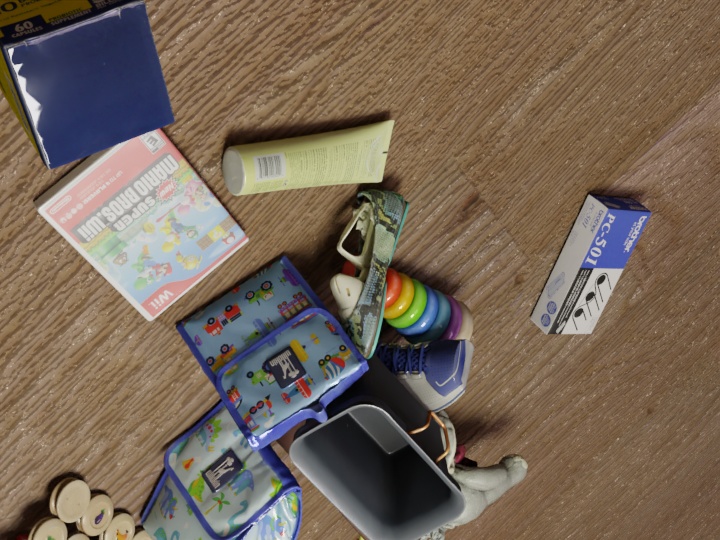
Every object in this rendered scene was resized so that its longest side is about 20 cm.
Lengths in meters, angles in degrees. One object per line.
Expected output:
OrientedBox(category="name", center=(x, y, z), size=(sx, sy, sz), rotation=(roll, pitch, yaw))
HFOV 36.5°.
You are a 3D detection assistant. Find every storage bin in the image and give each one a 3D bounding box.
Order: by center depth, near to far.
OrientedBox(category="storage bin", center=(0.027, 0.185, 1.230), size=(0.145, 0.135, 0.200), rotation=(-32, 119, 19))

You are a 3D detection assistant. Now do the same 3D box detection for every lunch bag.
OrientedBox(category="lunch bag", center=(-0.088, 0.103, 1.197), size=(0.150, 0.200, 0.094), rotation=(-33, 135, -9))
OrientedBox(category="lunch bag", center=(-0.158, 0.281, 1.302), size=(0.127, 0.170, 0.201), rotation=(12, 114, -45))

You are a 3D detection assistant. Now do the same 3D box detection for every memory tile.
OrientedBox(category="memory tile", center=(-0.325, 0.348, 1.294), size=(0.200, 0.017, 0.154), rotation=(54, 53, -46))

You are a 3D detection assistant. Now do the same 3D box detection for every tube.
OrientedBox(category="tube", center=(-0.051, -0.117, 1.172), size=(0.199, 0.052, 0.058), rotation=(-12, 169, -32))

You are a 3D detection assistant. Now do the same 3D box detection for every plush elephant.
OrientedBox(category="plush elephant", center=(0.108, 0.266, 1.507), size=(0.200, 0.164, 0.156), rotation=(-33, 104, -55))

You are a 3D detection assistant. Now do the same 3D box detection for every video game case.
OrientedBox(category="video game case", center=(-0.219, -0.050, 1.123), size=(0.143, 0.017, 0.200), rotation=(-40, 136, -4))

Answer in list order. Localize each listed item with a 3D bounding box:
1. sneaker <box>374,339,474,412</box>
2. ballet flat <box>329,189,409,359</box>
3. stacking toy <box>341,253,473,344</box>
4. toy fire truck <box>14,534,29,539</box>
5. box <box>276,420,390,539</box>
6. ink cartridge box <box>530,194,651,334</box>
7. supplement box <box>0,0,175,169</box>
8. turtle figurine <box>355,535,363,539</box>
OrientedBox(category="sneaker", center=(0.032, 0.120, 1.332), size=(0.115, 0.199, 0.081), rotation=(34, 55, -34))
OrientedBox(category="ballet flat", center=(0.000, 0.000, 1.228), size=(0.074, 0.074, 0.202), rotation=(35, 60, -45))
OrientedBox(category="stacking toy", center=(0.049, 0.039, 1.339), size=(0.199, 0.085, 0.086), rotation=(32, 101, -38))
OrientedBox(category="toy fire truck", center=(-0.378, 0.408, 1.332), size=(0.140, 0.049, 0.201), rotation=(8, 115, -40))
OrientedBox(category="box", center=(-0.012, 0.254, 1.354), size=(0.075, 0.200, 0.100), rotation=(-41, 177, 1))
OrientedBox(category="ink cartridge box", center=(0.317, -0.006, 1.506), size=(0.093, 0.044, 0.201), rotation=(1, 121, -37))
OrientedBox(category="supplement box", center=(-0.243, -0.188, 0.873), size=(0.108, 0.200, 0.110), rotation=(-24, 133, -18))
OrientedBox(category="turtle figurine", center=(0.015, 0.304, 1.441), size=(0.064, 0.161, 0.201), rotation=(6, 121, -57))
